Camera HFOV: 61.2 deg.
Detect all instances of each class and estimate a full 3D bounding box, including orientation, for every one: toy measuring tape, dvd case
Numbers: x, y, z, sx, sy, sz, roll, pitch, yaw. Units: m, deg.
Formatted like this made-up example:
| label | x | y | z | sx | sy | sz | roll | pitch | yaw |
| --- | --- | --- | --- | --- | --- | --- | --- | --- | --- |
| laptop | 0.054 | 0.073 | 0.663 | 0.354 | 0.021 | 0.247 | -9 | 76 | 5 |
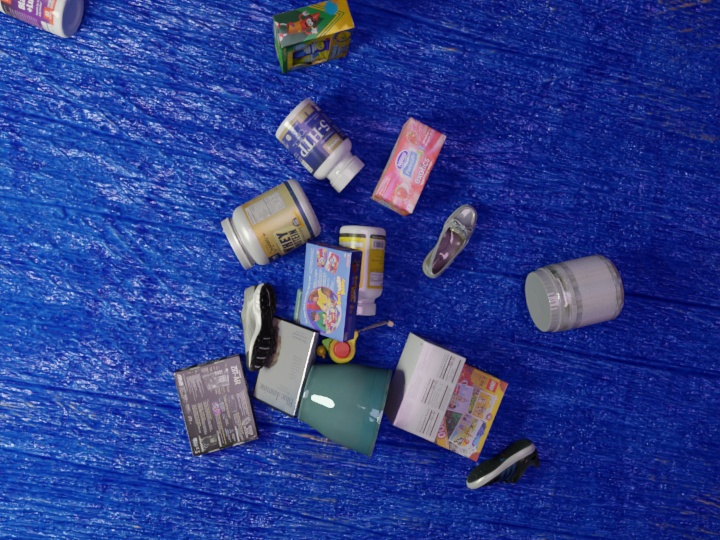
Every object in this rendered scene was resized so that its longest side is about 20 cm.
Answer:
| label | x | y | z | sx | sy | sz | roll | pitch | yaw |
| --- | --- | --- | --- | --- | --- | --- | --- | --- | --- |
| toy measuring tape | -0.010 | 0.177 | 1.460 | 0.196 | 0.074 | 0.075 | -15 | 93 | -6 |
| dvd case | -0.178 | 0.222 | 1.422 | 0.140 | 0.017 | 0.205 | 14 | 90 | 34 |

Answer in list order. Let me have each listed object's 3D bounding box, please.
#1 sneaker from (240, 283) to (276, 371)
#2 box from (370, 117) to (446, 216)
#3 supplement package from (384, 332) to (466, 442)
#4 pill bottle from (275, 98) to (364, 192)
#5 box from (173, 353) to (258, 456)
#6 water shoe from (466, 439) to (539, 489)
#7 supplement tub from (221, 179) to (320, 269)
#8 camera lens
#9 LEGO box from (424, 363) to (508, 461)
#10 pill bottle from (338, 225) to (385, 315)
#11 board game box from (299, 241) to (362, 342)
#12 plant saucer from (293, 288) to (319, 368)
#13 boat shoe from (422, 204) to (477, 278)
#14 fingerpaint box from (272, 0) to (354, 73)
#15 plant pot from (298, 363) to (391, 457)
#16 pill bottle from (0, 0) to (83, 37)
| label | x | y | z | sx | sy | sz | roll | pitch | yaw |
| --- | --- | --- | --- | --- | --- | --- | --- | --- | --- |
| sneaker | -0.245 | 0.133 | 1.427 | 0.078 | 0.073 | 0.205 | -3 | 80 | 34 |
| box | 0.112 | -0.245 | 1.452 | 0.101 | 0.095 | 0.203 | 26 | 88 | -6 |
| supplement package | 0.144 | 0.268 | 1.436 | 0.109 | 0.156 | 0.204 | 23 | 89 | -8 |
| pill bottle | -0.089 | -0.285 | 1.415 | 0.200 | 0.120 | 0.120 | 44 | 86 | -6 |
| box | -0.338 | 0.315 | 1.434 | 0.157 | 0.044 | 0.205 | -14 | 93 | -7 |
| water shoe | 0.359 | 0.502 | 1.510 | 0.197 | 0.071 | 0.080 | -30 | 96 | -5 |
| supplement tub | -0.204 | -0.103 | 1.392 | 0.197 | 0.144 | 0.147 | -29 | 94 | -5 |
| camera lens | 0.520 | 0.056 | 1.476 | 0.195 | 0.160 | 0.164 | -11 | 93 | -7 |
| LEGO box | 0.249 | 0.335 | 1.490 | 0.146 | 0.077 | 0.204 | 23 | 88 | -7 |
| pill bottle | 0.000 | 0.000 | 1.435 | 0.110 | 0.112 | 0.205 | 4 | 91 | -7 |
| board game box | -0.069 | 0.046 | 1.389 | 0.132 | 0.044 | 0.205 | 14 | 104 | 35 |
| plant saucer | -0.132 | 0.150 | 1.470 | 0.068 | 0.019 | 0.205 | 8 | 89 | -8 |
| boat shoe | 0.223 | -0.070 | 1.485 | 0.074 | 0.065 | 0.203 | 37 | 87 | -6 |
| fingerpaint box | -0.108 | -0.522 | 1.367 | 0.163 | 0.200 | 0.075 | -18 | 94 | -7 |
| plant pot | -0.040 | 0.303 | 1.405 | 0.184 | 0.200 | 0.205 | 15 | 89 | 3 |
| pill bottle | -0.725 | -0.602 | 1.334 | 0.196 | 0.111 | 0.114 | 20 | 89 | -7 |
